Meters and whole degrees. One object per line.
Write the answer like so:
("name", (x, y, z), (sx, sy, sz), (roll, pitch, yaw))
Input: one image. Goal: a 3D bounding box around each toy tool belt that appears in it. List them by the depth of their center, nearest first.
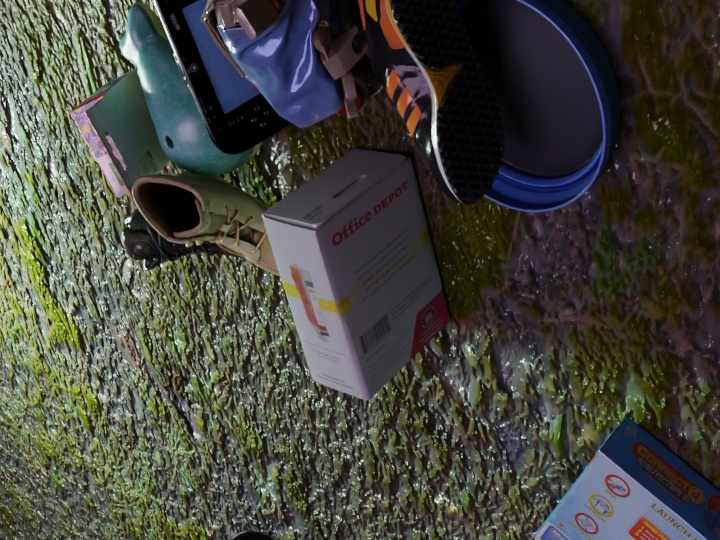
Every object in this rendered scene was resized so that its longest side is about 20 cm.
("toy tool belt", (-0.051, -0.181, 0.992), (0.124, 0.124, 0.200), (-26, 132, 18))

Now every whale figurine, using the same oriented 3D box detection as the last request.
("whale figurine", (-0.194, -0.187, 1.226), (0.200, 0.104, 0.159), (46, 145, 3))

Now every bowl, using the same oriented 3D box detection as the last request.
("bowl", (0.127, -0.146, 0.962), (0.199, 0.039, 0.203), (29, 139, 28))

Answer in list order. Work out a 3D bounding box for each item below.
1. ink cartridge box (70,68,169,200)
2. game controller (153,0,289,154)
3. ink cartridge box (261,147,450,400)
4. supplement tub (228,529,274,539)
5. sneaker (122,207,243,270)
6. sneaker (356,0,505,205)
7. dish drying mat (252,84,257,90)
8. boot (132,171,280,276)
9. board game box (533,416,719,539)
("ink cartridge box", (-0.268, -0.146, 1.281), (0.050, 0.200, 0.110), (-23, 108, 13))
("game controller", (-0.133, -0.218, 1.131), (0.042, 0.104, 0.202), (10, 129, 48))
("ink cartridge box", (0.000, 0.000, 1.146), (0.083, 0.145, 0.202), (15, 132, 41))
("supplement tub", (-0.196, 0.494, 1.849), (0.107, 0.107, 0.200), (45, 145, 7))
("sneaker", (-0.206, -0.037, 1.372), (0.197, 0.114, 0.077), (19, 137, 34))
("sneaker", (0.055, -0.152, 0.956), (0.090, 0.069, 0.202), (19, 136, 58))
("dish drying mat", (-0.084, -0.250, 1.028), (0.076, 0.018, 0.202), (-1, 134, 12))
("boot", (-0.138, -0.046, 1.238), (0.199, 0.155, 0.073), (34, 101, 8))
("board game box", (0.292, 0.273, 1.143), (0.199, 0.056, 0.197), (40, 144, 15))
